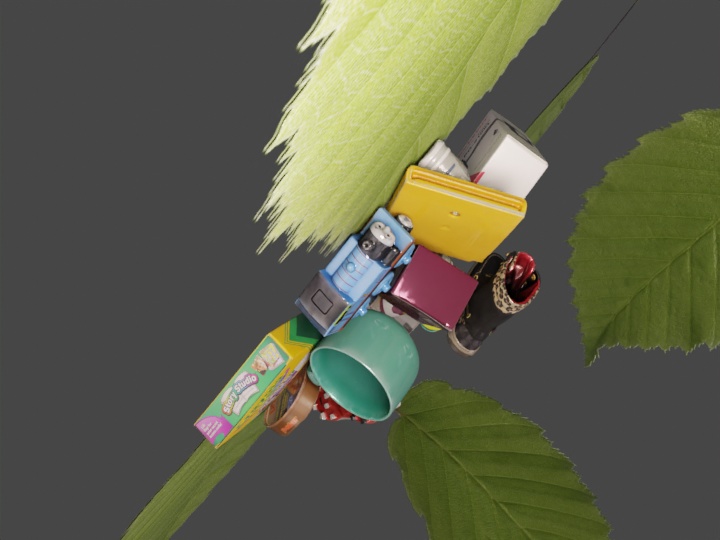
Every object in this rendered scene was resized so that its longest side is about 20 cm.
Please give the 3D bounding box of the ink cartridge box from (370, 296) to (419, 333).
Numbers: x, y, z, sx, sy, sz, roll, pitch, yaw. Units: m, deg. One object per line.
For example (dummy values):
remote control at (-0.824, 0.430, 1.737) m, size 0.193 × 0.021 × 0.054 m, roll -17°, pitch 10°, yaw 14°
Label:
ink cartridge box at (0.017, 0.088, 1.686) m, size 0.200 × 0.147 × 0.083 m, roll -39°, pitch 173°, yaw -49°

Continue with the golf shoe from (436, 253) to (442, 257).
golf shoe at (0.134, -0.072, 1.595) m, size 0.200 × 0.073 × 0.092 m, roll -44°, pitch -166°, yaw -16°

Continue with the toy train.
toy train at (-0.002, 0.002, 1.308) m, size 0.201 × 0.087 × 0.114 m, roll -50°, pitch 168°, yaw 22°

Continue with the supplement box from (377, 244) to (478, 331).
supplement box at (0.095, 0.025, 1.429) m, size 0.087 × 0.109 × 0.200 m, roll -59°, pitch -173°, yaw -4°

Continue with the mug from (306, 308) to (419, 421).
mug at (0.002, 0.129, 1.411) m, size 0.115 × 0.183 × 0.154 m, roll -48°, pitch 147°, yaw -33°

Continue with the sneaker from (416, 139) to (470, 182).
sneaker at (0.122, -0.127, 1.356) m, size 0.075 × 0.082 × 0.200 m, roll -47°, pitch 174°, yaw 2°

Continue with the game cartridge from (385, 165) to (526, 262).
game cartridge at (0.125, -0.076, 1.328) m, size 0.200 × 0.173 × 0.033 m, roll 123°, pitch -18°, yaw -69°

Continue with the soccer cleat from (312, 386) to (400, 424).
soccer cleat at (-0.013, 0.214, 1.537) m, size 0.084 × 0.070 × 0.199 m, roll -14°, pitch -173°, yaw -34°

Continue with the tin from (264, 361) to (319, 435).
tin at (-0.112, 0.194, 1.551) m, size 0.112 × 0.042 × 0.201 m, roll -41°, pitch -158°, yaw 23°

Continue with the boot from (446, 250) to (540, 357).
boot at (0.208, 0.022, 1.371) m, size 0.151 × 0.073 × 0.201 m, roll -49°, pitch -174°, yaw 48°

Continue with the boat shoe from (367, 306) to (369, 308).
boat shoe at (-0.028, 0.112, 1.547) m, size 0.072 × 0.061 × 0.203 m, roll -39°, pitch 144°, yaw -43°

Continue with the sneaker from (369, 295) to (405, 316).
sneaker at (0.064, 0.017, 1.658) m, size 0.088 × 0.076 × 0.201 m, roll -11°, pitch -159°, yaw 15°

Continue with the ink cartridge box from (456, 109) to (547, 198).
ink cartridge box at (0.208, -0.156, 1.458) m, size 0.146 × 0.084 × 0.201 m, roll -54°, pitch -169°, yaw 17°

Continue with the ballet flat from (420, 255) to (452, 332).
ballet flat at (0.137, 0.016, 1.609) m, size 0.068 × 0.066 × 0.202 m, roll 109°, pitch -8°, yaw -45°

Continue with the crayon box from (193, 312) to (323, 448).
crayon box at (-0.146, 0.163, 1.420) m, size 0.201 × 0.058 × 0.172 m, roll -50°, pitch 174°, yaw 21°
